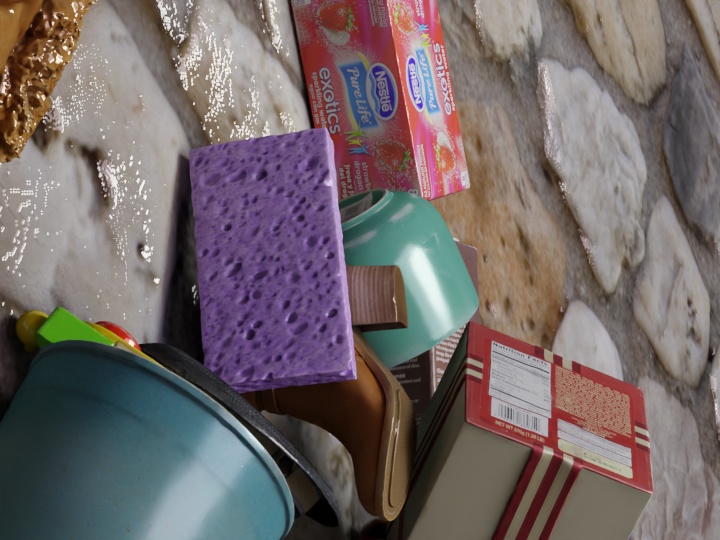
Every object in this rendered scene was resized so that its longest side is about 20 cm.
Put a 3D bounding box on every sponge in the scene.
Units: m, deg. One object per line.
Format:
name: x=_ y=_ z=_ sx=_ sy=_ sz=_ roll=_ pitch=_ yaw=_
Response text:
sponge: x=-0.067 y=-0.007 z=1.650 sx=0.030 sy=0.111 sz=0.202 roll=67 pitch=15 yaw=-65

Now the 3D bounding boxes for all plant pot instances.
plant pot: x=-0.173 y=0.180 z=1.378 sx=0.189 sy=0.199 sz=0.201 roll=-56 pitch=133 yaw=-30

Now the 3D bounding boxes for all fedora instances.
fedora: x=-0.108 y=0.143 z=1.565 sx=0.092 sy=0.200 sz=0.201 roll=-48 pitch=133 yaw=-13

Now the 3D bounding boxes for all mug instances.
mug: x=-0.004 y=0.005 z=1.784 sx=0.152 sy=0.184 sz=0.115 roll=-35 pitch=108 yaw=-34

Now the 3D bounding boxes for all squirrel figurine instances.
squirrel figurine: x=-0.247 y=-0.125 z=1.363 sx=0.199 sy=0.141 sz=0.189 roll=17 pitch=74 yaw=-57

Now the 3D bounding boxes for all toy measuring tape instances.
toy measuring tape: x=-0.149 y=0.091 z=1.478 sx=0.074 sy=0.199 sz=0.074 roll=-56 pitch=175 yaw=-8

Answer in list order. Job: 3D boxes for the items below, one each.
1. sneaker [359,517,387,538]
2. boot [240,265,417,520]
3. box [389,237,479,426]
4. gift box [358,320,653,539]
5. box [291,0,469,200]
sneaker: x=0.047 y=0.242 z=1.870 sx=0.200 sy=0.072 sz=0.085 roll=-20 pitch=103 yaw=-60
boot: x=-0.041 y=0.094 z=1.657 sx=0.077 sy=0.154 sz=0.202 roll=34 pitch=50 yaw=-72
box: x=0.055 y=0.073 z=1.933 sx=0.100 sy=0.074 sz=0.202 roll=18 pitch=69 yaw=-59
gift box: x=0.110 y=0.180 z=1.709 sx=0.200 sy=0.183 sz=0.188 roll=-71 pitch=-175 yaw=-63
box: x=0.018 y=-0.154 z=1.895 sx=0.100 sy=0.095 sz=0.202 roll=-18 pitch=99 yaw=-60
